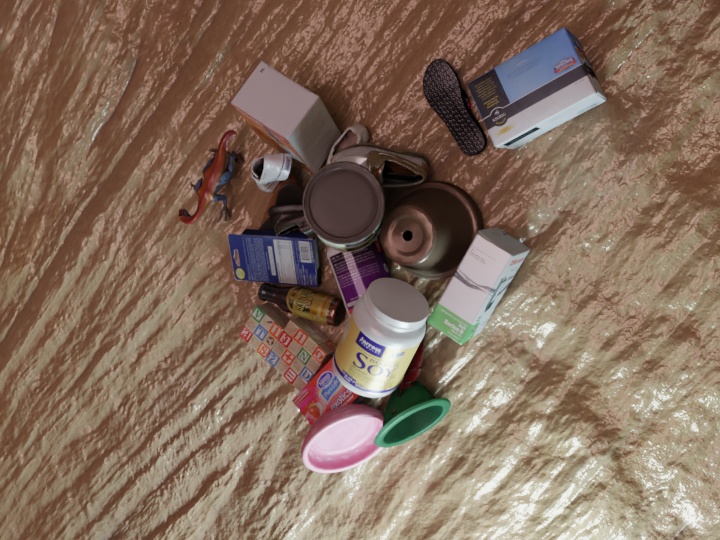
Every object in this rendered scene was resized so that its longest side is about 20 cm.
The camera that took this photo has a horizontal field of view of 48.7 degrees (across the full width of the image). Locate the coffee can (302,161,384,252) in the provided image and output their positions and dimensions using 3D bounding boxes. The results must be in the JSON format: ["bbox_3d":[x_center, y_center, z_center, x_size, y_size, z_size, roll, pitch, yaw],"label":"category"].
[{"bbox_3d":[-0.028,-0.114,1.493,0.145,0.200,0.147,0,87,1],"label":"coffee can"}]

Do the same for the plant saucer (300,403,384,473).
[{"bbox_3d":[-0.033,0.347,1.671,0.201,0.200,0.051,-48,44,22],"label":"plant saucer"}]

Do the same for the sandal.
[{"bbox_3d":[0.186,-0.319,1.564,0.075,0.045,0.201,-24,100,31],"label":"sandal"}]

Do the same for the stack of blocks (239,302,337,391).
[{"bbox_3d":[-0.160,0.158,1.766,0.200,0.059,0.115,39,110,16],"label":"stack of blocks"}]

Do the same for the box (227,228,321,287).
[{"bbox_3d":[-0.187,-0.028,1.736,0.199,0.032,0.122,4,121,15],"label":"box"}]

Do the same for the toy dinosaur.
[{"bbox_3d":[-0.345,-0.194,1.759,0.105,0.200,0.182,20,60,12],"label":"toy dinosaur"}]

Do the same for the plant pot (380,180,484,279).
[{"bbox_3d":[0.120,-0.075,1.546,0.199,0.174,0.202,3,97,26],"label":"plant pot"}]

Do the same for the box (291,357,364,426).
[{"bbox_3d":[-0.038,0.244,1.699,0.100,0.095,0.200,49,113,14],"label":"box"}]

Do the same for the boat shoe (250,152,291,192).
[{"bbox_3d":[-0.200,-0.214,1.681,0.200,0.065,0.074,156,121,-67],"label":"boat shoe"}]

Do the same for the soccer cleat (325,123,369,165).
[{"bbox_3d":[-0.047,-0.215,1.660,0.069,0.077,0.201,33,109,18],"label":"soccer cleat"}]

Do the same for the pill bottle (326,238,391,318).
[{"bbox_3d":[0.000,0.000,1.643,0.112,0.112,0.201,-21,87,25],"label":"pill bottle"}]

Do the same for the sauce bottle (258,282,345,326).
[{"bbox_3d":[-0.131,0.070,1.739,0.199,0.066,0.066,13,101,22],"label":"sauce bottle"}]

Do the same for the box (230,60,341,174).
[{"bbox_3d":[-0.145,-0.305,1.616,0.152,0.200,0.107,35,86,18],"label":"box"}]

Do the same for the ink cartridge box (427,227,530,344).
[{"bbox_3d":[0.227,0.026,1.521,0.084,0.146,0.201,34,109,17],"label":"ink cartridge box"}]

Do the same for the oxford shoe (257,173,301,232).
[{"bbox_3d":[-0.178,-0.122,1.747,0.071,0.071,0.201,17,122,-21],"label":"oxford shoe"}]

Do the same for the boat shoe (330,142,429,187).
[{"bbox_3d":[0.037,-0.206,1.586,0.199,0.069,0.075,1,121,4],"label":"boat shoe"}]

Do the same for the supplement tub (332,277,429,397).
[{"bbox_3d":[0.040,0.129,1.528,0.145,0.145,0.201,35,127,17],"label":"supplement tub"}]

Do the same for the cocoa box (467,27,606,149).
[{"bbox_3d":[0.320,-0.325,1.444,0.199,0.133,0.132,-27,84,25],"label":"cocoa box"}]

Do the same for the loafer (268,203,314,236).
[{"bbox_3d":[-0.095,-0.105,1.651,0.199,0.073,0.072,-5,84,23],"label":"loafer"}]

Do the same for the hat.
[{"bbox_3d":[0.080,0.240,1.645,0.199,0.166,0.176,-21,60,-16],"label":"hat"}]
